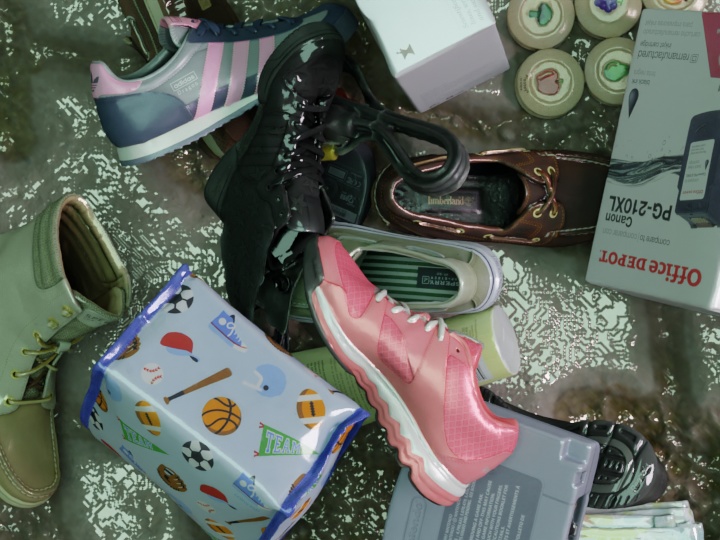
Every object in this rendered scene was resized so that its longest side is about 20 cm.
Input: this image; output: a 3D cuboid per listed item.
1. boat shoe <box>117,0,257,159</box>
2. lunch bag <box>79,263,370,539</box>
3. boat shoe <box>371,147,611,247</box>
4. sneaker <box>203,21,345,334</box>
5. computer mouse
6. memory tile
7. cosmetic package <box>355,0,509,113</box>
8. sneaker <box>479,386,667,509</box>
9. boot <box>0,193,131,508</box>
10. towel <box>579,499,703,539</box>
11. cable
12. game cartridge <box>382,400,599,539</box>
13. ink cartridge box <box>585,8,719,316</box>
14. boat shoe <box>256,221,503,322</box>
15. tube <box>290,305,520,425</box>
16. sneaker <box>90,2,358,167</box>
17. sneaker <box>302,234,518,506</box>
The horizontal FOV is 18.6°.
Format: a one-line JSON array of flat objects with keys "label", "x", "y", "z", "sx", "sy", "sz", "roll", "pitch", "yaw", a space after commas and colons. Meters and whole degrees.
[{"label": "boat shoe", "x": -0.135, "y": -0.175, "z": 1.607, "sx": 0.075, "sy": 0.075, "sz": 0.203, "roll": -12, "pitch": 99, "yaw": 45}, {"label": "lunch bag", "x": -0.101, "y": 0.111, "z": 1.526, "sx": 0.170, "sy": 0.200, "sz": 0.124, "roll": 39, "pitch": 62, "yaw": 6}, {"label": "boat shoe", "x": 0.108, "y": -0.051, "z": 1.558, "sx": 0.199, "sy": 0.070, "sz": 0.071, "roll": -4, "pitch": 88, "yaw": -9}, {"label": "sneaker", "x": -0.046, "y": -0.062, "z": 1.503, "sx": 0.104, "sy": 0.060, "sz": 0.200, "roll": 54, "pitch": 126, "yaw": 35}, {"label": "computer mouse", "x": -0.039, "y": -0.004, "z": 1.605, "sx": 0.058, "sy": 0.034, "sz": 0.201, "roll": 26, "pitch": 97, "yaw": 18}, {"label": "memory tile", "x": 0.176, "y": -0.218, "z": 1.601, "sx": 0.152, "sy": 0.017, "sz": 0.201, "roll": -9, "pitch": 86, "yaw": 4}, {"label": "cosmetic package", "x": 0.042, "y": -0.184, "z": 1.518, "sx": 0.081, "sy": 0.200, "sz": 0.113, "roll": -26, "pitch": 86, "yaw": 3}, {"label": "sneaker", "x": 0.124, "y": 0.134, "z": 1.561, "sx": 0.199, "sy": 0.091, "sz": 0.076, "roll": 16, "pitch": 83, "yaw": 28}, {"label": "boot", "x": -0.223, "y": 0.059, "z": 1.559, "sx": 0.154, "sy": 0.072, "sz": 0.201, "roll": -21, "pitch": 81, "yaw": 39}, {"label": "towel", "x": 0.161, "y": 0.265, "z": 1.567, "sx": 0.170, "sy": 0.048, "sz": 0.201, "roll": -2, "pitch": 87, "yaw": 7}, {"label": "cable", "x": 0.008, "y": -0.099, "z": 1.544, "sx": 0.199, "sy": 0.050, "sz": 0.097, "roll": 17, "pitch": 64, "yaw": 35}, {"label": "game cartridge", "x": 0.081, "y": 0.190, "z": 1.515, "sx": 0.133, "sy": 0.040, "sz": 0.201, "roll": 18, "pitch": 105, "yaw": 21}, {"label": "ink cartridge box", "x": 0.245, "y": -0.071, "z": 1.508, "sx": 0.084, "sy": 0.145, "sz": 0.201, "roll": 11, "pitch": 92, "yaw": -31}, {"label": "boat shoe", "x": 0.000, "y": 0.000, "z": 1.533, "sx": 0.199, "sy": 0.062, "sz": 0.072, "roll": -2, "pitch": 88, "yaw": 28}, {"label": "tube", "x": 0.013, "y": 0.074, "z": 1.561, "sx": 0.199, "sy": 0.052, "sz": 0.058, "roll": -18, "pitch": 53, "yaw": 19}, {"label": "sneaker", "x": -0.095, "y": -0.152, "z": 1.533, "sx": 0.200, "sy": 0.070, "sz": 0.082, "roll": -32, "pitch": 105, "yaw": -18}, {"label": "sneaker", "x": 0.036, "y": 0.053, "z": 1.469, "sx": 0.087, "sy": 0.074, "sz": 0.201, "roll": -31, "pitch": 92, "yaw": 11}]
